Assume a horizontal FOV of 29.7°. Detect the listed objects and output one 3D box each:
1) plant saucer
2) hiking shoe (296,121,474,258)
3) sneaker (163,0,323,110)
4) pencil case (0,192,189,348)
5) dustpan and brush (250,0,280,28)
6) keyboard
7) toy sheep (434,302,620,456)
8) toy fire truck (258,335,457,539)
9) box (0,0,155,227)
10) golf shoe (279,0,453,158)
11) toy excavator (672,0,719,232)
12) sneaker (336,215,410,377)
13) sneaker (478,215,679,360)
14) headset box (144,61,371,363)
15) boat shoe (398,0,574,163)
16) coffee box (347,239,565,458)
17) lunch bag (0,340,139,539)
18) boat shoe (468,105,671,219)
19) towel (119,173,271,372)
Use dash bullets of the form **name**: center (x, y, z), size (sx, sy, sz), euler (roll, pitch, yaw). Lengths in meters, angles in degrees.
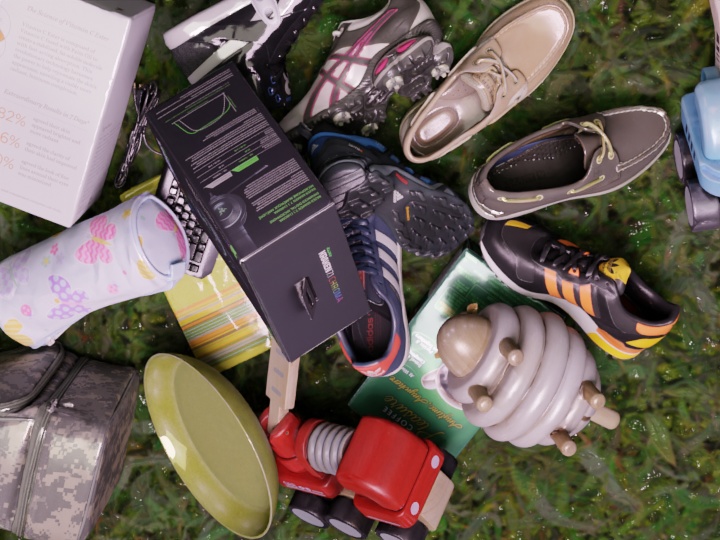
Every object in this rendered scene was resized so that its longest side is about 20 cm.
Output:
- **plant saucer**: center (-0.138, 0.163, 1.305), size (0.031, 0.199, 0.202), euler (-29, 106, -31)
- **hiking shoe**: center (0.031, -0.079, 1.236), size (0.074, 0.087, 0.199), euler (-41, 139, 22)
- **sneaker**: center (-0.068, -0.211, 1.227), size (0.198, 0.073, 0.113), euler (-26, 105, 9)
- **pencil case**: center (-0.255, 0.002, 1.269), size (0.198, 0.083, 0.092), euler (-24, 72, 26)
- **dustpan and brush**: center (-0.109, -0.292, 1.176), size (0.138, 0.057, 0.202), euler (-29, 80, 11)
- **keyboard**: center (-0.170, -0.102, 1.282), size (0.125, 0.021, 0.203), euler (18, 101, -5)
- **toy sheep**: center (0.152, 0.099, 1.227), size (0.199, 0.138, 0.139), euler (32, 106, -16)
- **toy fire truck**: center (-0.021, 0.148, 1.252), size (0.174, 0.130, 0.200), euler (7, 150, 41)
- **box**: center (-0.292, -0.168, 1.236), size (0.150, 0.106, 0.202), euler (21, 107, -2)
- **golf shoe**: center (-0.007, -0.174, 1.244), size (0.199, 0.077, 0.089), euler (-33, 66, 24)
- **toy excavator**: center (0.326, -0.165, 1.192), size (0.098, 0.196, 0.202), euler (-7, 134, 6)
- **sneaker**: center (0.000, 0.000, 1.259), size (0.074, 0.084, 0.203), euler (-15, 87, 17)
- **sneaker**: center (0.206, 0.000, 1.252), size (0.199, 0.070, 0.090), euler (35, 146, -10)
- **headset box**: center (-0.082, -0.043, 1.170), size (0.092, 0.175, 0.201), euler (-31, 58, -8)
- **boat shoe**: center (0.115, -0.170, 1.230), size (0.199, 0.065, 0.072), euler (-40, 100, 12)
- **coffee box**: center (0.091, 0.084, 1.317), size (0.122, 0.044, 0.201), euler (34, 105, -6)
- **lunch bag**: center (-0.311, 0.155, 1.284), size (0.165, 0.200, 0.141), euler (13, 106, -2)
- **boat shoe**: center (0.195, -0.102, 1.226), size (0.199, 0.060, 0.073), euler (-21, 81, -5)
- **towel**: center (-0.155, -0.001, 1.325), size (0.085, 0.018, 0.202), euler (-23, 102, 4)
